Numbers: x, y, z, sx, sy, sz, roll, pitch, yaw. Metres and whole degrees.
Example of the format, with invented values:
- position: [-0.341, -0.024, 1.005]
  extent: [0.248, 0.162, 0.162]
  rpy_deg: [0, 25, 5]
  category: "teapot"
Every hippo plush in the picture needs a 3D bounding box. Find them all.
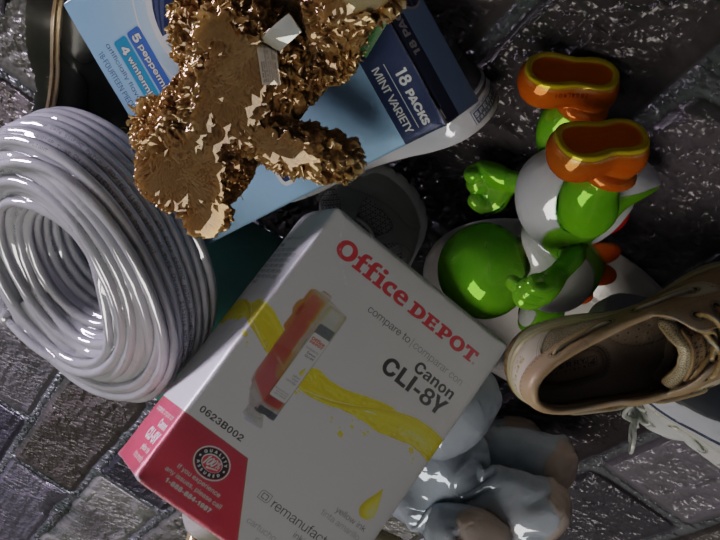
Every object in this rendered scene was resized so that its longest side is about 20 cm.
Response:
- position: [0.069, 0.116, 0.936]
  extent: [0.200, 0.159, 0.161]
  rpy_deg: [15, 129, 51]
  category: "hippo plush"

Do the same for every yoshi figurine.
- position: [0.097, -0.028, 0.733]
  extent: [0.112, 0.112, 0.200]
  rpy_deg: [33, 146, 20]
  category: "yoshi figurine"

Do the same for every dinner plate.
- position: [0.133, 0.041, 0.875]
  extent: [0.200, 0.024, 0.200]
  rpy_deg: [19, 145, 14]
  category: "dinner plate"

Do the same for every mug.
- position: [-0.117, 0.041, 0.945]
  extent: [0.114, 0.152, 0.185]
  rpy_deg: [29, 144, 10]
  category: "mug"

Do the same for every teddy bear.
- position: [-0.048, -0.110, 0.644]
  extent: [0.145, 0.067, 0.200]
  rpy_deg: [25, 118, 13]
  category: "teddy bear"

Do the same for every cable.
- position: [-0.177, -0.007, 0.801]
  extent: [0.200, 0.069, 0.200]
  rpy_deg: [43, 140, 15]
  category: "cable"

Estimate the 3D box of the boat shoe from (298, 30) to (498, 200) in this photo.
- position: [-0.014, -0.097, 0.759]
  extent: [0.200, 0.072, 0.068]
  rpy_deg: [-12, 129, 41]
  category: "boat shoe"

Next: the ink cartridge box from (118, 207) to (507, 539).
- position: [-0.028, 0.080, 0.761]
  extent: [0.145, 0.200, 0.083]
  rpy_deg: [39, 169, -13]
  category: "ink cartridge box"

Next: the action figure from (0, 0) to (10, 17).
- position: [-0.301, -0.213, 0.798]
  extent: [0.200, 0.102, 0.119]
  rpy_deg: [8, 127, 33]
  category: "action figure"

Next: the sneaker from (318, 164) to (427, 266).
- position: [0.000, 0.000, 0.866]
  extent: [0.075, 0.082, 0.200]
  rpy_deg: [18, 145, 18]
  category: "sneaker"

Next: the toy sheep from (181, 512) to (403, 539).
- position: [-0.053, 0.169, 0.866]
  extent: [0.200, 0.138, 0.138]
  rpy_deg: [31, 149, -27]
  category: "toy sheep"

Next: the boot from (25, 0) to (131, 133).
- position: [-0.150, -0.106, 0.843]
  extent: [0.138, 0.078, 0.200]
  rpy_deg: [17, 140, 10]
  category: "boot"

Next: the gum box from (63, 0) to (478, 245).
- position: [-0.057, -0.126, 0.704]
  extent: [0.200, 0.045, 0.170]
  rpy_deg: [-23, 100, 40]
  category: "gum box"

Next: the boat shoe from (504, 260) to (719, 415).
- position: [0.186, 0.045, 0.714]
  extent: [0.065, 0.200, 0.071]
  rpy_deg: [-117, 9, -78]
  category: "boat shoe"

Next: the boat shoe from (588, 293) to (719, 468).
- position: [0.209, 0.089, 0.822]
  extent: [0.202, 0.075, 0.086]
  rpy_deg: [30, 138, -24]
  category: "boat shoe"

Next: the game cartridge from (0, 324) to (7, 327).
- position: [-0.250, 0.003, 1.020]
  extent: [0.200, 0.130, 0.038]
  rpy_deg: [0, 123, 36]
  category: "game cartridge"
